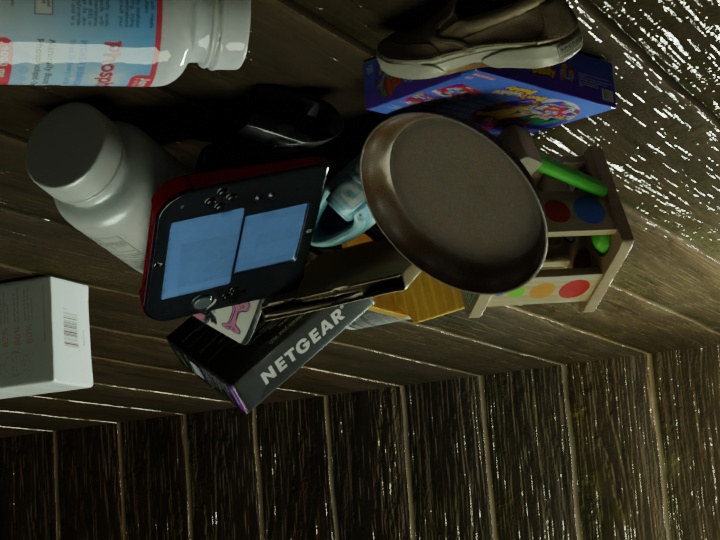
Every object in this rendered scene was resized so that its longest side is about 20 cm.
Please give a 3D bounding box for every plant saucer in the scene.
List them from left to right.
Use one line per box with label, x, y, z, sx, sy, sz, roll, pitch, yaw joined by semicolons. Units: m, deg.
plant saucer;0.090;-0.067;1.531;0.200;0.201;0.032;-17;-157;49

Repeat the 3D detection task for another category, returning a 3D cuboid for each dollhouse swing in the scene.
dollhouse swing;0.014;-0.024;1.946;0.175;0.183;0.200;-10;174;-33

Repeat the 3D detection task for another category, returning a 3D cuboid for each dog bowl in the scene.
dog bowl;-0.132;-0.024;1.814;0.073;0.201;0.200;16;166;-7

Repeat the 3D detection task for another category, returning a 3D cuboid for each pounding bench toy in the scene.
pounding bench toy;0.190;-0.061;1.635;0.155;0.125;0.200;-2;146;-17

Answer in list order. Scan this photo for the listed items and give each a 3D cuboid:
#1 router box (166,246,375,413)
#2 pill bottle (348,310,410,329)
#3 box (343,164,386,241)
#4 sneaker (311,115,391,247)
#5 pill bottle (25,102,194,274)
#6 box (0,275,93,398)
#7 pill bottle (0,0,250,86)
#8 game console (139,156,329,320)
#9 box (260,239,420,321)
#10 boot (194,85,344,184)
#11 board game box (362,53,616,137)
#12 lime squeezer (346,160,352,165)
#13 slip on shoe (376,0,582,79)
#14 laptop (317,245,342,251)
router box;-0.105;0.057;1.911;0.149;0.200;0.051;30;155;48
pill bottle;0.016;0.021;2.276;0.199;0.111;0.111;-12;166;34
box;0.091;-0.093;1.777;0.199;0.075;0.100;-11;168;13
sneaker;0.011;-0.083;1.661;0.082;0.074;0.200;-41;172;-48
pill bottle;-0.233;-0.080;1.614;0.114;0.115;0.200;-9;155;23
box;-0.498;0.100;2.385;0.199;0.153;0.106;-8;169;22
pill bottle;-0.182;-0.183;1.159;0.199;0.109;0.109;-1;169;-17
game console;-0.125;-0.029;1.622;0.176;0.031;0.200;-9;145;-20
box;0.000;0.000;1.778;0.163;0.021;0.200;-13;-169;21
boot;-0.062;-0.125;1.647;0.164;0.066;0.200;-2;164;-22
board game box;0.119;-0.168;1.515;0.134;0.045;0.199;-14;165;43
lime squeezer;-0.066;-0.056;1.859;0.038;0.200;0.071;34;-163;-5
slip on shoe;0.088;-0.196;1.340;0.199;0.061;0.076;6;-144;48
laptop;-0.112;-0.001;2.117;0.199;0.104;0.177;16;-174;41
